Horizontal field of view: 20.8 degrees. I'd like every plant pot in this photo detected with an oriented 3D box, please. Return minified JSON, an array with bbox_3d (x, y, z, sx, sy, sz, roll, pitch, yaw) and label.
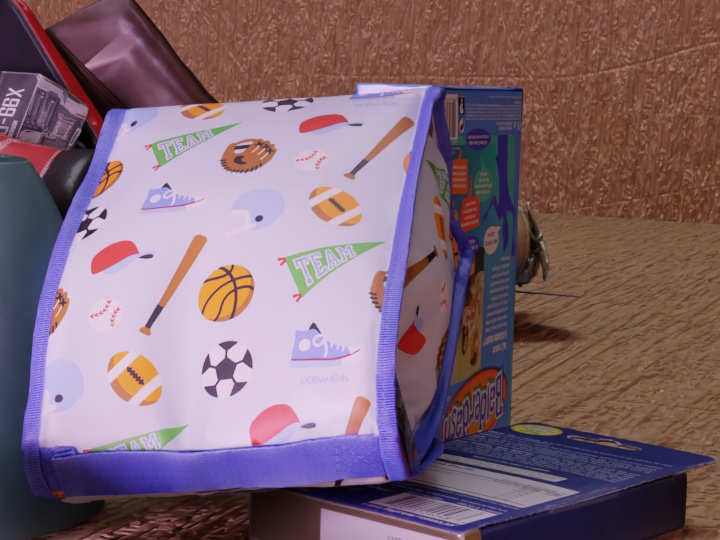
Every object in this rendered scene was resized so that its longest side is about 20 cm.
[{"bbox_3d":[-0.216,0.026,0.896,0.198,0.163,0.201,2,6,0],"label":"plant pot"}]

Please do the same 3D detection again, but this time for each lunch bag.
[{"bbox_3d":[-0.045,0.023,0.855,0.168,0.125,0.201,-5,37,14],"label":"lunch bag"}]

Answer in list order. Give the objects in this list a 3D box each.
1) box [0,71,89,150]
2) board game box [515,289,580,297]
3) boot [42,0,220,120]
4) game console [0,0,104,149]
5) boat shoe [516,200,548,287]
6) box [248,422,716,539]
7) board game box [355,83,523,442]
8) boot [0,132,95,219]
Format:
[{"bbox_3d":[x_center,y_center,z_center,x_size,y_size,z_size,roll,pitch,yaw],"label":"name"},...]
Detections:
[{"bbox_3d":[-0.263,-0.024,1.175,0.157,0.202,0.050,6,-19,38],"label":"box"},{"bbox_3d":[0.077,0.031,1.600,0.198,0.039,0.158,6,-1,-28],"label":"board game box"},{"bbox_3d":[-0.154,-0.057,1.259,0.200,0.187,0.064,42,6,-11],"label":"boot"},{"bbox_3d":[-0.227,-0.049,1.251,0.200,0.178,0.031,-42,-11,37],"label":"game console"},{"bbox_3d":[0.129,-0.023,1.643,0.062,0.074,0.200,2,-1,0],"label":"boat shoe"},{"bbox_3d":[0.061,0.103,0.881,0.120,0.033,0.199,7,10,42],"label":"box"},{"bbox_3d":[0.040,0.004,1.018,0.045,0.202,0.152,4,5,21],"label":"board game box"},{"bbox_3d":[-0.211,0.010,1.043,0.143,0.201,0.073,12,-29,22],"label":"boot"}]
